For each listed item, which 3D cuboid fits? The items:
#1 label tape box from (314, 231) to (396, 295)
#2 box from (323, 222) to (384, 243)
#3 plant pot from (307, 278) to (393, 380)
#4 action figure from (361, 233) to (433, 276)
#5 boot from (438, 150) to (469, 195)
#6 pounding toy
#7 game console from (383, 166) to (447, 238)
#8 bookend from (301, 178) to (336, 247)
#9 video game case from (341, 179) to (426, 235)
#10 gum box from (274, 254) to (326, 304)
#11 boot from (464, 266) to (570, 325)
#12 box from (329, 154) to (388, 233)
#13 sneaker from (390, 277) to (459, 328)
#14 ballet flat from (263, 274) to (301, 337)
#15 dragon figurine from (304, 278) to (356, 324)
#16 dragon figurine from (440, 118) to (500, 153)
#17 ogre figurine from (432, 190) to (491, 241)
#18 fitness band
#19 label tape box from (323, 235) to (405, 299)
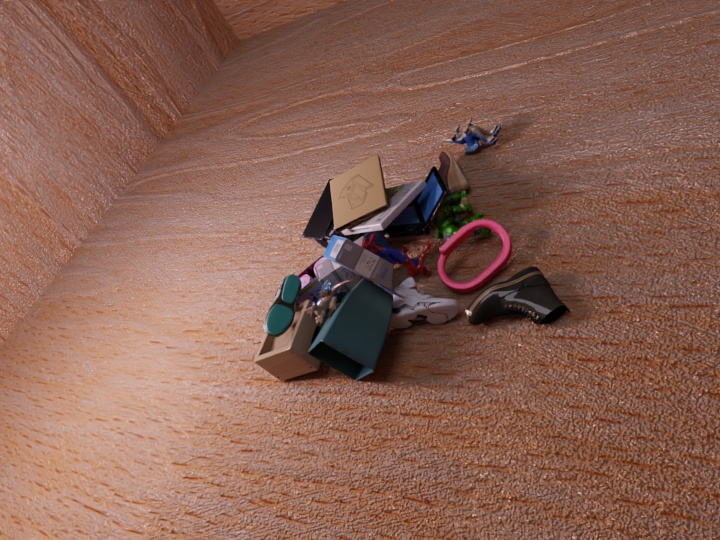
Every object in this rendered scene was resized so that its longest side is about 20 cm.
[{"bbox_3d":[0.000,0.000,1.574,0.199,0.144,0.063,-33,38,6],"label":"label tape box"},{"bbox_3d":[-0.001,-0.116,1.692,0.044,0.160,0.201,12,60,43],"label":"box"},{"bbox_3d":[-0.009,0.133,1.413,0.201,0.141,0.141,-63,7,-25],"label":"plant pot"},{"bbox_3d":[0.108,-0.055,1.522,0.065,0.199,0.100,-23,41,61],"label":"action figure"},{"bbox_3d":[0.218,-0.265,1.738,0.165,0.072,0.201,-27,43,10],"label":"boot"},{"bbox_3d":[-0.144,0.177,1.554,0.183,0.142,0.201,-23,36,40],"label":"pounding toy"},{"bbox_3d":[0.136,-0.187,1.581,0.171,0.120,0.200,-7,29,0],"label":"game console"},{"bbox_3d":[-0.045,-0.134,1.743,0.092,0.199,0.201,10,69,43],"label":"bookend"},{"bbox_3d":[0.062,-0.168,1.583,0.200,0.023,0.181,-47,24,-28],"label":"video game case"},{"bbox_3d":[-0.135,0.061,1.655,0.200,0.114,0.066,-39,38,-1],"label":"gum box"},{"bbox_3d":[0.342,0.088,1.292,0.199,0.078,0.139,-35,43,6],"label":"boot"},{"bbox_3d":[-0.007,-0.210,1.599,0.163,0.021,0.201,-25,47,20],"label":"box"},{"bbox_3d":[0.152,0.072,1.450,0.199,0.075,0.116,-14,46,32],"label":"sneaker"},{"bbox_3d":[-0.202,0.102,1.525,0.074,0.074,0.201,-8,42,32],"label":"ballet flat"},{"bbox_3d":[-0.076,0.064,1.428,0.200,0.059,0.100,-53,2,29],"label":"dragon figurine"},{"bbox_3d":[0.331,-0.398,1.782,0.199,0.099,0.059,-21,40,51],"label":"dragon figurine"},{"bbox_3d":[0.255,-0.137,1.571,0.119,0.098,0.201,-23,61,-7],"label":"ogre figurine"},{"bbox_3d":[0.280,-0.036,1.453,0.200,0.037,0.144,-42,62,3],"label":"fitness band"},{"bbox_3d":[0.019,-0.011,1.433,0.064,0.199,0.144,-62,17,-1],"label":"label tape box"}]
